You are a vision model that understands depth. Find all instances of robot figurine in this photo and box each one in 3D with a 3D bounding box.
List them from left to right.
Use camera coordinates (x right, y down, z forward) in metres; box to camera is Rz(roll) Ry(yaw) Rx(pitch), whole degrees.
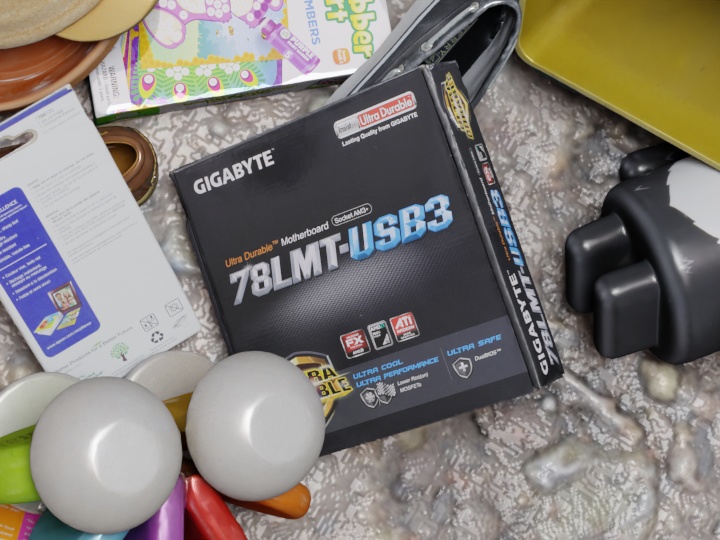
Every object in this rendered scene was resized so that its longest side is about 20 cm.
[{"bbox_3d":[0.230,-0.017,1.083,0.199,0.125,0.151,-19,89,-8],"label":"robot figurine"}]

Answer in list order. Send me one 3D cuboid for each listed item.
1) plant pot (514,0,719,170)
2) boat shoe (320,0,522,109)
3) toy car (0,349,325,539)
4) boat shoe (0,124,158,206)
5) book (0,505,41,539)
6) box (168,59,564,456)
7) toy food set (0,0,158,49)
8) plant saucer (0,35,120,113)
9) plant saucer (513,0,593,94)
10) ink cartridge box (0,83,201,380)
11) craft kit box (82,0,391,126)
[{"bbox_3d":[0.227,-0.201,1.012,0.199,0.200,0.177,31,61,18],"label":"plant pot"},{"bbox_3d":[0.029,-0.094,1.063,0.072,0.068,0.200,35,100,-32],"label":"boat shoe"},{"bbox_3d":[-0.119,0.127,0.979,0.199,0.175,0.151,-9,93,-29],"label":"toy car"},{"bbox_3d":[-0.220,-0.043,1.049,0.199,0.068,0.072,-21,90,-9],"label":"boat shoe"},{"bbox_3d":[-0.217,0.188,0.982,0.133,0.201,0.048,18,128,-9],"label":"book"},{"bbox_3d":[0.000,0.000,1.034,0.199,0.050,0.200,-19,91,29],"label":"box"},{"bbox_3d":[-0.209,-0.229,1.007,0.199,0.049,0.199,-4,89,12],"label":"toy food set"},{"bbox_3d":[-0.226,-0.196,1.051,0.199,0.032,0.202,0,90,11],"label":"plant saucer"},{"bbox_3d":[0.175,-0.215,1.133,0.199,0.036,0.201,1,86,-8],"label":"plant saucer"},{"bbox_3d":[-0.176,-0.017,1.013,0.099,0.039,0.201,-30,130,-9],"label":"ink cartridge box"},{"bbox_3d":[-0.090,-0.207,1.092,0.196,0.049,0.201,-11,88,-11],"label":"craft kit box"}]
